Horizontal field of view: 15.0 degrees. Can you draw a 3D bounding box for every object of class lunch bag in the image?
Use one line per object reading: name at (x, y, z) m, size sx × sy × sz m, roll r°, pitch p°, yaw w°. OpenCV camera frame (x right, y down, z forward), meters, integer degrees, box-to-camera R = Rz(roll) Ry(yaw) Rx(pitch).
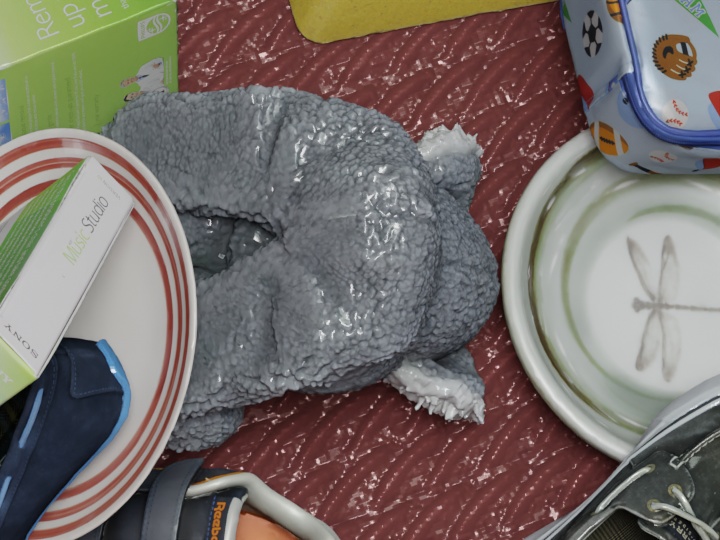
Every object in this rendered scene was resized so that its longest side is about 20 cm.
lunch bag at (0.185, -0.150, 1.422) m, size 0.159 × 0.076 × 0.202 m, roll -2°, pitch 73°, yaw -19°

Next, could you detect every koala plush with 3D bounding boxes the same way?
koala plush at (0.000, 0.000, 1.338) m, size 0.199 × 0.183 × 0.179 m, roll 13°, pitch 71°, yaw -53°

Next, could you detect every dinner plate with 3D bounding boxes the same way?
dinner plate at (-0.148, 0.033, 1.304) m, size 0.024 × 0.199 × 0.202 m, roll 10°, pitch 64°, yaw -51°

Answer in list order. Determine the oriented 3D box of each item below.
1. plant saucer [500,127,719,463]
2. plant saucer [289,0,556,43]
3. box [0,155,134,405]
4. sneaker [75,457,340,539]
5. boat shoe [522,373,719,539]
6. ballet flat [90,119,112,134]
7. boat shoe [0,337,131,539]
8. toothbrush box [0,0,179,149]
plant saucer at (0.166, 0.017, 1.430) m, size 0.198 × 0.050 × 0.202 m, roll 3°, pitch 72°, yaw -10°
plant saucer at (0.041, -0.239, 1.491) m, size 0.198 × 0.048 × 0.201 m, roll -12°, pitch 75°, yaw -14°
box at (-0.197, 0.044, 1.246) m, size 0.036 × 0.200 × 0.145 m, roll 44°, pitch 33°, yaw -15°
sneaker at (-0.100, 0.128, 1.325) m, size 0.198 × 0.079 × 0.079 m, roll 9°, pitch 71°, yaw -7°
boat shoe at (0.149, 0.128, 1.343) m, size 0.200 × 0.071 × 0.072 m, roll -41°, pitch 107°, yaw 5°
ballet flat at (-0.122, -0.013, 1.373) m, size 0.070 × 0.071 × 0.202 m, roll 11°, pitch 70°, yaw -8°
boat shoe at (-0.191, 0.100, 1.268) m, size 0.084 × 0.068 × 0.201 m, roll 47°, pitch 111°, yaw 33°
toothbrush box at (-0.209, -0.125, 1.363) m, size 0.199 × 0.086 × 0.146 m, roll -23°, pitch 60°, yaw -16°
